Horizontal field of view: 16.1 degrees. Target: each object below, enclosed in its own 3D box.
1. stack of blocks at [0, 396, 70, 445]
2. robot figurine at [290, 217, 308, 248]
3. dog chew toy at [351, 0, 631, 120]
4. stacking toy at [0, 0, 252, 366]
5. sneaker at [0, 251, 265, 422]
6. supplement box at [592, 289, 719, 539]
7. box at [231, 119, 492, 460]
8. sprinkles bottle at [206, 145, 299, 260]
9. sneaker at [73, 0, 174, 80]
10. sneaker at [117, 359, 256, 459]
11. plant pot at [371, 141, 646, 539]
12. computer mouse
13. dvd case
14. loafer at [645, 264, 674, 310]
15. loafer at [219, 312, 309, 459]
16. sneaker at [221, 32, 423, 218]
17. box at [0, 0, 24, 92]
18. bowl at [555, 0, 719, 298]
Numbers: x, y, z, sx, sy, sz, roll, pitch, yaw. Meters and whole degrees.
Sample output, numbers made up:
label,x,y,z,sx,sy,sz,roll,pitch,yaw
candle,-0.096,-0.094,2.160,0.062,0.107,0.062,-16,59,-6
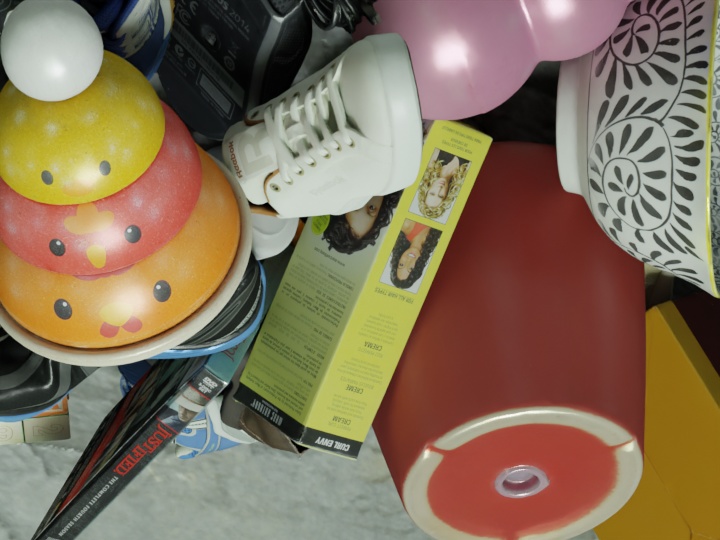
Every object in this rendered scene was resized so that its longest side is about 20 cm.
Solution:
label,x,y,z,sx,sy,sz,roll,pitch,yaw
stack of blocks,-0.283,0.051,1.574,0.198,0.116,0.059,-5,145,-7
robot figurine,-0.011,-0.041,1.561,0.144,0.059,0.200,-29,142,24
dog chew toy,0.088,-0.162,1.369,0.199,0.125,0.125,-23,144,3
stacking toy,-0.141,-0.061,1.262,0.145,0.147,0.201,-12,142,3
sneaker,-0.145,0.022,1.383,0.198,0.071,0.083,-17,152,-17
supplement box,0.251,0.119,1.672,0.199,0.198,0.133,-15,160,-50
box,0.000,0.000,1.446,0.050,0.075,0.201,18,97,-40
sprinkles bottle,-0.129,-0.025,1.494,0.199,0.069,0.068,-13,151,40
sneaker,-0.140,-0.147,1.335,0.075,0.088,0.201,17,141,4
sneaker,-0.129,0.074,1.679,0.077,0.076,0.200,-26,141,14
plant pot,0.083,0.054,1.503,0.199,0.178,0.201,-5,141,-4
computer mouse,-0.055,-0.144,1.375,0.053,0.139,0.200,-35,167,-32
dvd case,-0.119,0.079,1.528,0.022,0.146,0.200,38,124,-8
loafer,0.167,-0.024,1.615,0.068,0.076,0.201,-12,146,-8
loafer,-0.038,0.061,1.577,0.071,0.073,0.200,33,162,6
sneaker,-0.023,-0.064,1.330,0.084,0.073,0.200,-10,166,-17
box,-0.228,-0.128,1.326,0.105,0.123,0.200,5,143,-20
bowl,0.163,-0.086,1.444,0.093,0.202,0.201,1,148,14
